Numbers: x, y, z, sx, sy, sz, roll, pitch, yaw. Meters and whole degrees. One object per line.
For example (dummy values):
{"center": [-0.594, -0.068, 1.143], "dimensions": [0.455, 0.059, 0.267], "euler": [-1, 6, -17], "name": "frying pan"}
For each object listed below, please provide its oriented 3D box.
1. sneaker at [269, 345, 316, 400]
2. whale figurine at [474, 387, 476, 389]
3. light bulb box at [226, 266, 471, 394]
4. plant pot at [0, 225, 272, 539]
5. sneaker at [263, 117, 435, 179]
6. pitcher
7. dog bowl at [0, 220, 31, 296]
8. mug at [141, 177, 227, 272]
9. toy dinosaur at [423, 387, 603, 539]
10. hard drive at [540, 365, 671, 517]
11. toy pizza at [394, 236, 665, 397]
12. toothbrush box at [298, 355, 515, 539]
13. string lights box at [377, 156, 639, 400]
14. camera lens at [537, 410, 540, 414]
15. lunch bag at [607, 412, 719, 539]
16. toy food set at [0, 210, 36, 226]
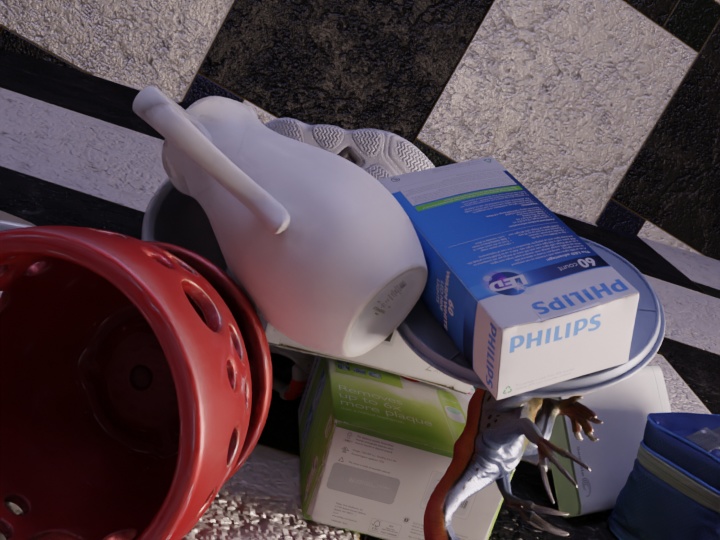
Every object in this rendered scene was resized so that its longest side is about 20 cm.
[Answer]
{"center": [-0.044, 0.099, 0.965], "dimensions": [0.197, 0.071, 0.094], "euler": [17, 31, -13], "name": "sneaker"}
{"center": [0.127, 0.072, 0.959], "dimensions": [0.158, 0.202, 0.104], "euler": [23, -7, 10], "name": "whale figurine"}
{"center": [0.000, 0.000, 0.887], "dimensions": [0.196, 0.126, 0.200], "euler": [16, 10, -19], "name": "light bulb box"}
{"center": [-0.155, 0.076, 0.605], "dimensions": [0.198, 0.203, 0.182], "euler": [21, 5, 12], "name": "plant pot"}
{"center": [-0.009, -0.109, 1.049], "dimensions": [0.198, 0.076, 0.114], "euler": [15, -1, 9], "name": "sneaker"}
{"center": [-0.058, -0.040, 0.669], "dimensions": [0.200, 0.122, 0.171], "euler": [43, 7, 21], "name": "pitcher"}
{"center": [-0.298, 0.024, 0.861], "dimensions": [0.198, 0.080, 0.200], "euler": [17, 13, -4], "name": "dog bowl"}
{"center": [-0.124, -0.046, 1.054], "dimensions": [0.197, 0.150, 0.175], "euler": [-4, 8, -5], "name": "mug"}
{"center": [0.095, 0.132, 0.710], "dimensions": [0.180, 0.106, 0.199], "euler": [-25, 33, -26], "name": "toy dinosaur"}
{"center": [0.247, 0.159, 0.961], "dimensions": [0.199, 0.134, 0.027], "euler": [5, -18, -45], "name": "hard drive"}
{"center": [0.120, 0.031, 0.726], "dimensions": [0.197, 0.032, 0.201], "euler": [-1, 34, 1], "name": "toy pizza"}
{"center": [0.028, 0.139, 0.823], "dimensions": [0.144, 0.087, 0.200], "euler": [17, 12, -8], "name": "toothbrush box"}
{"center": [0.094, -0.005, 0.697], "dimensions": [0.102, 0.060, 0.200], "euler": [-12, 36, -17], "name": "string lights box"}
{"center": [0.177, 0.081, 1.087], "dimensions": [0.198, 0.162, 0.160], "euler": [20, 13, 10], "name": "camera lens"}
{"center": [0.336, 0.198, 0.889], "dimensions": [0.198, 0.134, 0.136], "euler": [7, 17, -38], "name": "lunch bag"}
{"center": [-0.442, -0.048, 1.037], "dimensions": [0.198, 0.061, 0.143], "euler": [21, 2, 5], "name": "toy food set"}
